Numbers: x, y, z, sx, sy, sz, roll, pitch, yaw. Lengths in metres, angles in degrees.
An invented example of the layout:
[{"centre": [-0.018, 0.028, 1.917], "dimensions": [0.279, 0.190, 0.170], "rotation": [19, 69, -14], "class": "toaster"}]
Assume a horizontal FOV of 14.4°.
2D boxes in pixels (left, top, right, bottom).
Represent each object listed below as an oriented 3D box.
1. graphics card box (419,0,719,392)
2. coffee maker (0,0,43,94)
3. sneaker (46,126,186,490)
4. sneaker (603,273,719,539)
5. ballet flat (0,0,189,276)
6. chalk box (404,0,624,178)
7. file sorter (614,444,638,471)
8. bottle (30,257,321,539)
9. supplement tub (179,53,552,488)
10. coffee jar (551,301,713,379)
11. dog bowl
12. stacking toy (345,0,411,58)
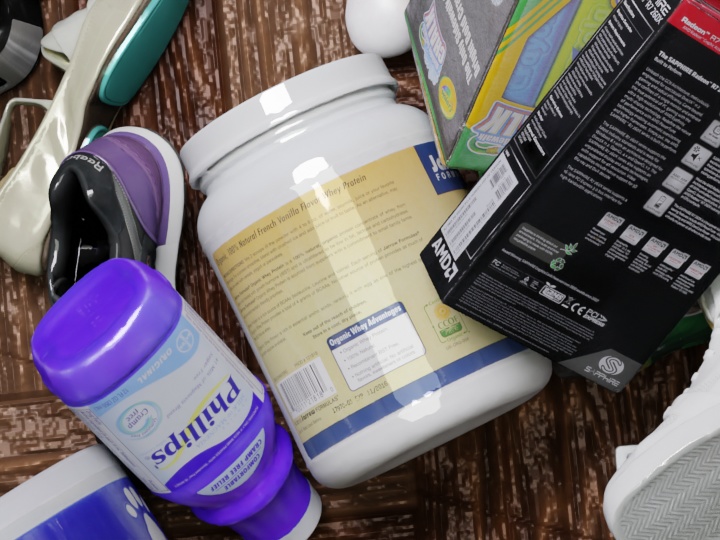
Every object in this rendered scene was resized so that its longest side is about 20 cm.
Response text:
[{"centre": [0.138, -0.044, 1.410], "dimensions": [0.125, 0.051, 0.200], "rotation": [26, 111, -30], "class": "graphics card box"}, {"centre": [-0.234, -0.191, 1.520], "dimensions": [0.134, 0.200, 0.193], "rotation": [13, 89, 4], "class": "coffee maker"}, {"centre": [-0.139, 0.028, 1.528], "dimensions": [0.075, 0.088, 0.201], "rotation": [1, 105, 25], "class": "sneaker"}, {"centre": [0.189, 0.056, 1.434], "dimensions": [0.200, 0.074, 0.116], "rotation": [-34, 38, -6], "class": "sneaker"}, {"centre": [-0.160, -0.096, 1.574], "dimensions": [0.069, 0.069, 0.201], "rotation": [25, 88, 7], "class": "ballet flat"}, {"centre": [0.105, -0.126, 1.477], "dimensions": [0.123, 0.200, 0.125], "rotation": [4, 47, -18], "class": "chalk box"}, {"centre": [0.238, 0.152, 1.488], "dimensions": [0.199, 0.125, 0.139], "rotation": [-5, 85, 5], "class": "file sorter"}, {"centre": [-0.089, 0.080, 1.497], "dimensions": [0.084, 0.200, 0.065], "rotation": [-43, 40, -5], "class": "bottle"}, {"centre": [0.000, 0.000, 1.511], "dimensions": [0.144, 0.144, 0.200], "rotation": [-26, 84, 3], "class": "supplement tub"}, {"centre": [0.188, -0.008, 1.523], "dimensions": [0.199, 0.085, 0.105], "rotation": [-13, 92, 4], "class": "coffee jar"}, {"centre": [-0.195, 0.178, 1.488], "dimensions": [0.200, 0.200, 0.079], "rotation": [-35, 85, 2], "class": "dog bowl"}, {"centre": [0.058, -0.198, 1.545], "dimensions": [0.146, 0.146, 0.200], "rotation": [35, 105, 7], "class": "stacking toy"}]
